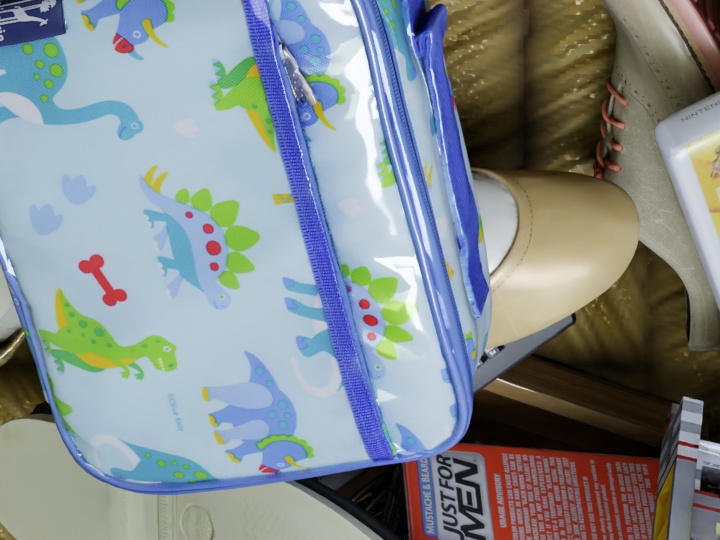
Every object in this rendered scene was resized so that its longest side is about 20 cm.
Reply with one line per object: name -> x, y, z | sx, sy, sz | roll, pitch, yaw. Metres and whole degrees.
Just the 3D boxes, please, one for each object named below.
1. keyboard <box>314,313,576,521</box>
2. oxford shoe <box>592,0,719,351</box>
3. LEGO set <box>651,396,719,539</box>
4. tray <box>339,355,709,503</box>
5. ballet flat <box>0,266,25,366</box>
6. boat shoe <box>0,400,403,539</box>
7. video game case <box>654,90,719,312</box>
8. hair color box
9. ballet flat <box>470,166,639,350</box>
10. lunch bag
keyboard -> -0.003, 0.059, 0.999 | 0.200, 0.040, 0.104 | -37, 107, 18
oxford shoe -> 0.113, -0.051, 0.965 | 0.075, 0.071, 0.201 | -23, 111, 15
LEGO set -> 0.162, 0.125, 0.910 | 0.199, 0.116, 0.154 | 8, 141, 5
tray -> 0.028, 0.073, 1.045 | 0.199, 0.037, 0.099 | 19, 114, -6
ballet flat -> -0.123, -0.043, 0.983 | 0.070, 0.071, 0.201 | 24, 113, -8
boat shoe -> -0.043, 0.093, 0.951 | 0.201, 0.063, 0.074 | 19, 112, 31
video game case -> 0.213, -0.021, 0.941 | 0.181, 0.023, 0.200 | -26, 135, 2
hair color box -> 0.104, 0.129, 0.996 | 0.199, 0.064, 0.111 | 5, 132, -8
ballet flat -> 0.000, 0.000, 0.942 | 0.199, 0.069, 0.063 | -15, 150, 18
lunch bag -> -0.042, -0.027, 0.865 | 0.160, 0.083, 0.201 | -5, 118, 16
